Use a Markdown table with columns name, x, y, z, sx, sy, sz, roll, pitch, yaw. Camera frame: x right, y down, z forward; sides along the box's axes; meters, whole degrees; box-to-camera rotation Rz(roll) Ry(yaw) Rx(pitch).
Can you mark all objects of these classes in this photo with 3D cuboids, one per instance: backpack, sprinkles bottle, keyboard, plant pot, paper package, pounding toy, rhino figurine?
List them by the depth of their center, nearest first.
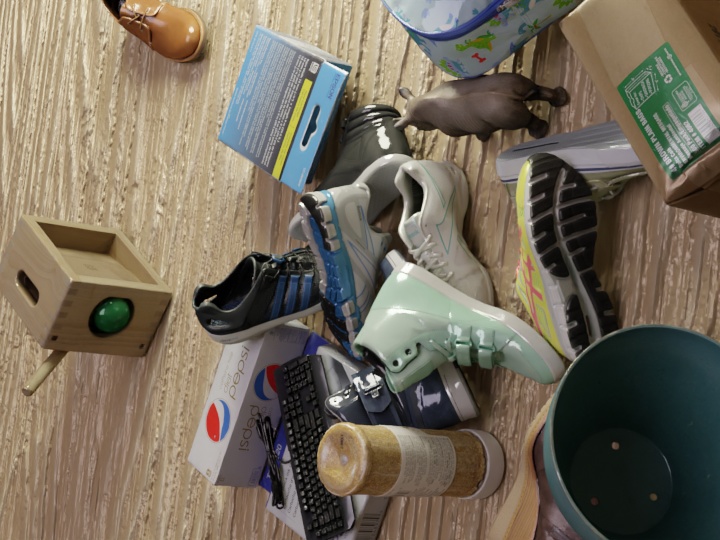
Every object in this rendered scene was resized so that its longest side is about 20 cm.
| name | x | y | z | sx | sy | sz | roll | pitch | yaw |
| --- | --- | --- | --- | --- | --- | --- | --- | --- | --- |
| paper package | 0.288 | -0.148 | 1.242 | 0.103 | 0.189 | 0.201 | -45 | 56 | 32 |
| plant pot | 0.239 | 0.162 | 1.269 | 0.135 | 0.198 | 0.202 | 111 | 150 | -68 |
| sprinkles bottle | 0.051 | 0.182 | 1.430 | 0.068 | 0.199 | 0.069 | -9 | 77 | 44 |
| backpack | 0.111 | -0.305 | 1.447 | 0.200 | 0.147 | 0.184 | -41 | 54 | 10 |
| rhino figurine | 0.104 | -0.162 | 1.510 | 0.199 | 0.087 | 0.061 | 0 | 83 | 46 |
| keyboard | -0.067 | 0.198 | 1.623 | 0.127 | 0.020 | 0.202 | -33 | 60 | 40 |
| pounding toy | -0.359 | 0.048 | 1.891 | 0.200 | 0.183 | 0.143 | 44 | 115 | 40 |

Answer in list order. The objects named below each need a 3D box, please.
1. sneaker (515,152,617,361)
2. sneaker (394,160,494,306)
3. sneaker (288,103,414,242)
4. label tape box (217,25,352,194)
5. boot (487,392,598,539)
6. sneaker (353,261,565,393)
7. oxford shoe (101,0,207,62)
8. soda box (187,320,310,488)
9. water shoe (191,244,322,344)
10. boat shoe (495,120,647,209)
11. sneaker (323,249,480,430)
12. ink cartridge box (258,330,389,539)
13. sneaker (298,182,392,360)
| name | x | y | z | sx | sy | sz | roll | pitch | yaw |
| --- | --- | --- | --- | --- | --- | --- | --- | --- | --- |
| sneaker | 0.172 | -0.009 | 1.398 | 0.090 | 0.077 | 0.202 | 4 | 108 | 60 |
| sneaker | 0.077 | -0.019 | 1.523 | 0.070 | 0.080 | 0.202 | -29 | 66 | 38 |
| sneaker | -0.011 | -0.107 | 1.644 | 0.200 | 0.070 | 0.100 | -36 | 47 | 42 |
| label tape box | -0.072 | -0.179 | 1.700 | 0.200 | 0.066 | 0.145 | 34 | 108 | 49 |
| boot | 0.217 | 0.214 | 1.366 | 0.166 | 0.072 | 0.202 | 31 | 105 | 32 |
| sneaker | 0.089 | 0.086 | 1.432 | 0.199 | 0.074 | 0.119 | 27 | 70 | 22 |
| oxford shoe | -0.270 | -0.318 | 1.939 | 0.199 | 0.071 | 0.072 | 29 | 103 | 43 |
| soda box | -0.128 | 0.143 | 1.718 | 0.068 | 0.063 | 0.202 | 30 | 104 | 49 |
| water shoe | -0.087 | 0.012 | 1.633 | 0.199 | 0.079 | 0.072 | -30 | 48 | 0 |
| boat shoe | 0.218 | -0.097 | 1.408 | 0.199 | 0.072 | 0.063 | -5 | 116 | 44 |
| sneaker | 0.019 | 0.086 | 1.527 | 0.145 | 0.077 | 0.204 | -25 | 59 | 7 |
| ink cartridge box | -0.037 | 0.190 | 1.636 | 0.199 | 0.040 | 0.202 | 29 | 105 | 45 |
| sneaker | 0.000 | 0.000 | 1.589 | 0.075 | 0.086 | 0.202 | 33 | 139 | 53 |
